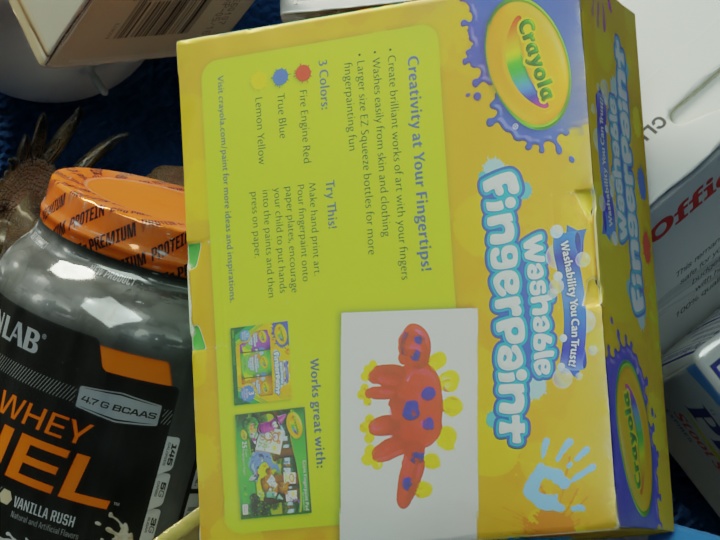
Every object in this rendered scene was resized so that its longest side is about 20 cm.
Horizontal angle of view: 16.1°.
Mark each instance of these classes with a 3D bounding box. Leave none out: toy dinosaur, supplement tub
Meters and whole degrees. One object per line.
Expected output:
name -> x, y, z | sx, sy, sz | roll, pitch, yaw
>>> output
toy dinosaur -> -0.095, -0.020, 1.180 | 0.199, 0.086, 0.136 | -4, 40, -6
supplement tub -> -0.107, 0.066, 1.058 | 0.122, 0.122, 0.201 | 19, 101, 18

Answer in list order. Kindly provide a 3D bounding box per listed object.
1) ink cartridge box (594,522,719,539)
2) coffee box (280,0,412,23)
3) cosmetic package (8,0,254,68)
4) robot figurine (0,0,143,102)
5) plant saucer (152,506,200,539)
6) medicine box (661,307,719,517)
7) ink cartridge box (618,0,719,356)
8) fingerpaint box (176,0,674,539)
ink cartridge box -> 0.072, 0.190, 0.934 | 0.200, 0.086, 0.146 | -47, 28, -21
coffee box -> 0.067, -0.127, 1.194 | 0.199, 0.115, 0.080 | -5, 59, 5
cosmetic package -> -0.129, -0.195, 1.148 | 0.103, 0.073, 0.200 | -8, 62, -41
robot figurine -> -0.150, -0.167, 1.249 | 0.169, 0.113, 0.201 | -11, 58, 23
plant saucer -> 0.011, 0.161, 1.030 | 0.200, 0.048, 0.200 | -35, 93, -21
medicine box -> 0.246, 0.053, 1.031 | 0.200, 0.103, 0.182 | -38, 89, -12
ink cartridge box -> 0.137, -0.033, 1.078 | 0.144, 0.200, 0.084 | -40, 63, -14
fingerpaint box -> 0.023, 0.005, 0.953 | 0.166, 0.073, 0.201 | -8, 80, 23
